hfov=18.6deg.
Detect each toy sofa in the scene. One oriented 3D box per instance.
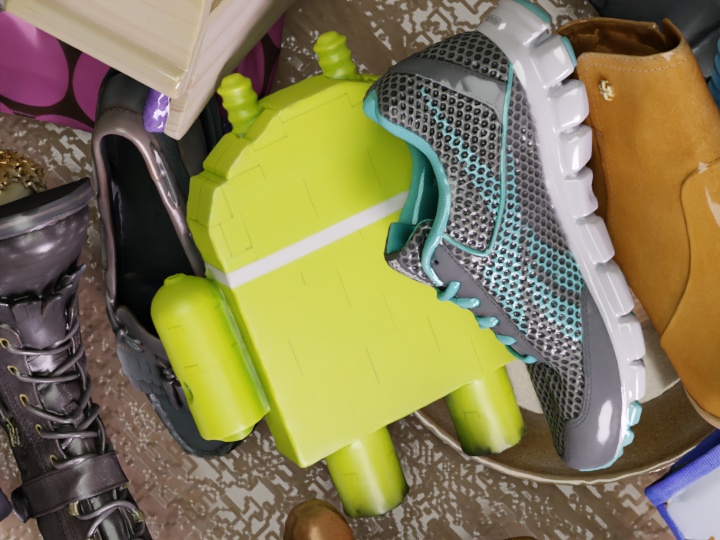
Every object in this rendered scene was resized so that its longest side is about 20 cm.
[{"bbox_3d":[-0.062,-0.152,0.922,0.083,0.098,0.200,29,47,7],"label":"toy sofa"}]

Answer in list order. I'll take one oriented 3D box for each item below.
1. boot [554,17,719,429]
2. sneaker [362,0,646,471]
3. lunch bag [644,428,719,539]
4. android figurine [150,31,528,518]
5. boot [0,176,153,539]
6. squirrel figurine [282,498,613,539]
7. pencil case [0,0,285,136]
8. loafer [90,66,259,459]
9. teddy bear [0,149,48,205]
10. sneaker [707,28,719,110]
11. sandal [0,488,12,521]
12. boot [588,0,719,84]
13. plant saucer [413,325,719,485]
[{"bbox_3d":[0.139,-0.021,0.871,0.071,0.201,0.144,-26,119,-17],"label":"boot"},{"bbox_3d":[0.055,-0.006,0.902,0.091,0.078,0.200,-19,102,-12],"label":"sneaker"},{"bbox_3d":[0.244,0.105,0.930,0.200,0.124,0.170,-33,85,-11],"label":"lunch bag"},{"bbox_3d":[0.000,0.000,0.934,0.182,0.041,0.200,-27,108,-15],"label":"android figurine"},{"bbox_3d":[-0.125,0.061,0.950,0.069,0.200,0.174,-21,82,-20],"label":"boot"},{"bbox_3d":[0.065,0.196,0.962,0.187,0.142,0.200,-7,134,-20],"label":"squirrel figurine"},{"bbox_3d":[-0.138,-0.106,0.997,0.200,0.091,0.094,14,124,6],"label":"pencil case"},{"bbox_3d":[-0.088,0.004,0.960,0.072,0.063,0.200,1,120,17],"label":"loafer"},{"bbox_3d":[-0.232,-0.067,0.975,0.200,0.145,0.067,21,75,0],"label":"teddy bear"},{"bbox_3d":[0.198,-0.097,0.904,0.081,0.200,0.077,-20,52,-34],"label":"sneaker"},{"bbox_3d":[-0.216,0.043,0.968,0.045,0.075,0.200,-33,121,-16],"label":"sandal"},{"bbox_3d":[0.143,-0.186,0.988,0.165,0.066,0.200,-31,73,-19],"label":"boot"},{"bbox_3d":[0.098,-0.003,1.001,0.200,0.035,0.200,0,90,4],"label":"plant saucer"}]
